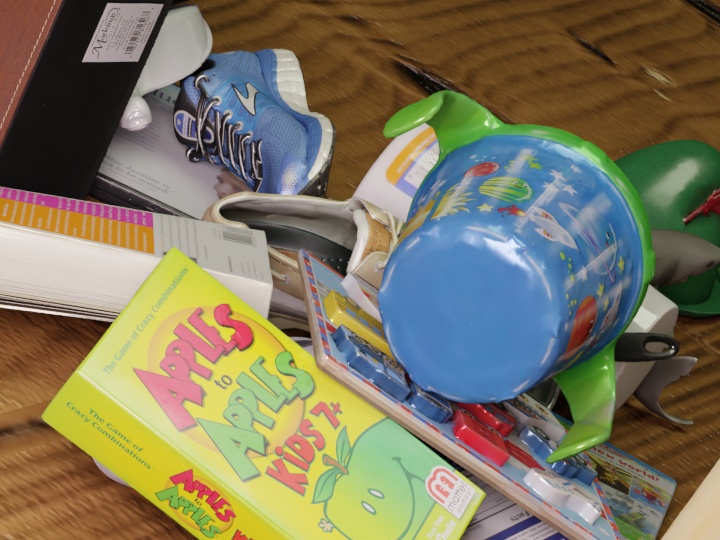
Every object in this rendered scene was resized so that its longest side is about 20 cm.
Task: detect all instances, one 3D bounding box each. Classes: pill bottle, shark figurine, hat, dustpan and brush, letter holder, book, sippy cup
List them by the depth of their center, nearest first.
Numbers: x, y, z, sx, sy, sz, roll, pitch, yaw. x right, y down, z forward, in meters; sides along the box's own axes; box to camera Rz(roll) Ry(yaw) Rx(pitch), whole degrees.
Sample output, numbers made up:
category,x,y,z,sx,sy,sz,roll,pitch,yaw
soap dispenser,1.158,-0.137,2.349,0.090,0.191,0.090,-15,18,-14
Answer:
category,x,y,z,sx,sy,sz,roll,pitch,yaw
sippy cup,0.071,0.005,1.380,0.177,0.140,0.130,31,23,8
book,-0.149,-0.013,1.452,0.199,0.048,0.134,10,14,-6
letter holder,-0.202,-0.151,1.556,0.142,0.201,0.100,38,25,26
dustpan and brush,-0.151,-0.121,1.666,0.139,0.058,0.200,-14,10,-7
pill bottle,0.093,0.002,1.668,0.200,0.112,0.112,35,24,16
shark figurine,0.175,0.007,1.771,0.127,0.090,0.215,16,32,4
hat,0.237,-0.082,1.918,0.199,0.177,0.166,5,32,-43

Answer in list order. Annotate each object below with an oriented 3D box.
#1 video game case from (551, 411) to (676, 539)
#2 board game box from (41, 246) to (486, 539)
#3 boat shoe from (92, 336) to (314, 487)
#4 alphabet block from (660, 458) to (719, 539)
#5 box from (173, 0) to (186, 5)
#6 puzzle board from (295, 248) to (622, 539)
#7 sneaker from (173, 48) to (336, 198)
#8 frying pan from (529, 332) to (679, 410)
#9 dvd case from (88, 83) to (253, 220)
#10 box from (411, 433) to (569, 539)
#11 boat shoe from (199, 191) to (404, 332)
category,x,y,z,sx,sy,sz,roll,pitch,yaw
video game case,0.100,0.128,1.529,0.143,0.018,0.200,29,23,5
board game box,-0.045,0.091,1.314,0.200,0.048,0.102,39,46,-4
boat shoe,-0.070,0.070,1.411,0.199,0.072,0.068,-16,12,-41
alphabet block,0.294,0.136,1.468,0.196,0.201,0.195,37,24,10
box,-0.199,-0.189,1.717,0.199,0.161,0.049,-4,81,-53
puzzle board,0.053,0.068,1.412,0.200,0.017,0.151,35,15,-17
sneaker,-0.072,-0.078,1.684,0.089,0.079,0.200,3,27,-18
frying pan,0.095,0.031,1.557,0.189,0.116,0.031,-26,9,-36
dvd case,-0.107,-0.068,1.721,0.142,0.018,0.200,25,22,-4
box,0.079,0.150,1.406,0.200,0.033,0.121,42,37,25
boat shoe,0.000,0.000,1.564,0.199,0.069,0.075,5,51,-10
